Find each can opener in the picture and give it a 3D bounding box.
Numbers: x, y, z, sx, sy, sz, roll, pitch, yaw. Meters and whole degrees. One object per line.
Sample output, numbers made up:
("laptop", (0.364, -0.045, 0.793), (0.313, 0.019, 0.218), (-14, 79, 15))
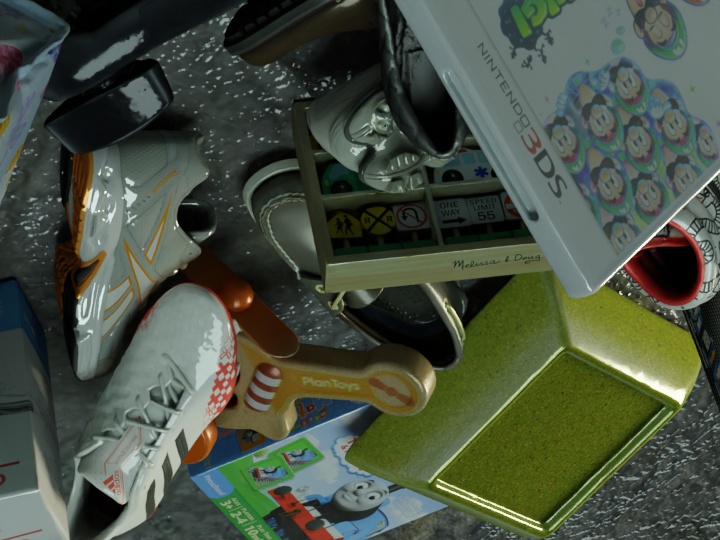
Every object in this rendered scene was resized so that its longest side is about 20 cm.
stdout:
("can opener", (-0.100, -0.140, 1.227), (0.199, 0.064, 0.079), (-32, 121, 24))

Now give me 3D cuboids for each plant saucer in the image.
("plant saucer", (0.122, 0.102, 1.555), (0.200, 0.048, 0.199), (-47, 136, 17))

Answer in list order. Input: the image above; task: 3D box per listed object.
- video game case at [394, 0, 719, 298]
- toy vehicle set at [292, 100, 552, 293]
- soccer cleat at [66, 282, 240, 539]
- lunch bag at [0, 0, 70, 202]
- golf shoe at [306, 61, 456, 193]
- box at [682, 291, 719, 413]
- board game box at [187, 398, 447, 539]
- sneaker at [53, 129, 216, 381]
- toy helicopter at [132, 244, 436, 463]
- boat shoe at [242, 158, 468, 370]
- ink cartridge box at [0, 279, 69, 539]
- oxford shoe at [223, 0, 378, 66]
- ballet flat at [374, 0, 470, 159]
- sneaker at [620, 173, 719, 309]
("video game case", (0.127, -0.116, 1.184), (0.024, 0.200, 0.183), (-13, 113, 54))
("toy vehicle set", (0.066, -0.052, 1.333), (0.198, 0.125, 0.027), (-6, 142, -10))
("soccer cleat", (-0.131, 0.093, 1.387), (0.068, 0.085, 0.201), (35, 127, 8))
("lunch bag", (-0.272, -0.094, 1.183), (0.199, 0.128, 0.170), (27, 131, -2))
("golf shoe", (0.059, -0.113, 1.311), (0.199, 0.097, 0.079), (-21, 115, -26))
("box", (0.241, -0.005, 1.382), (0.047, 0.201, 0.194), (-8, 142, -9))
("board game box", (-0.001, 0.130, 1.606), (0.199, 0.037, 0.151), (-24, 140, 11))
("sneaker", (-0.132, -0.006, 1.376), (0.091, 0.076, 0.201), (-6, 142, -16))
("toy helicopter", (-0.050, 0.052, 1.425), (0.198, 0.079, 0.133), (5, 129, 21))
("boat shoe", (0.002, -0.002, 1.427), (0.072, 0.061, 0.201), (-31, 138, 21))
("ink cartridge box", (-0.242, 0.113, 1.383), (0.115, 0.201, 0.067), (-14, 142, 1))
("oxford shoe", (0.022, -0.147, 1.231), (0.199, 0.073, 0.085), (-22, 117, 14))
("ballet flat", (0.034, -0.152, 1.161), (0.066, 0.057, 0.201), (-14, 119, -6))
("sneaker", (0.159, -0.079, 1.254), (0.067, 0.108, 0.203), (-16, 102, 38))
